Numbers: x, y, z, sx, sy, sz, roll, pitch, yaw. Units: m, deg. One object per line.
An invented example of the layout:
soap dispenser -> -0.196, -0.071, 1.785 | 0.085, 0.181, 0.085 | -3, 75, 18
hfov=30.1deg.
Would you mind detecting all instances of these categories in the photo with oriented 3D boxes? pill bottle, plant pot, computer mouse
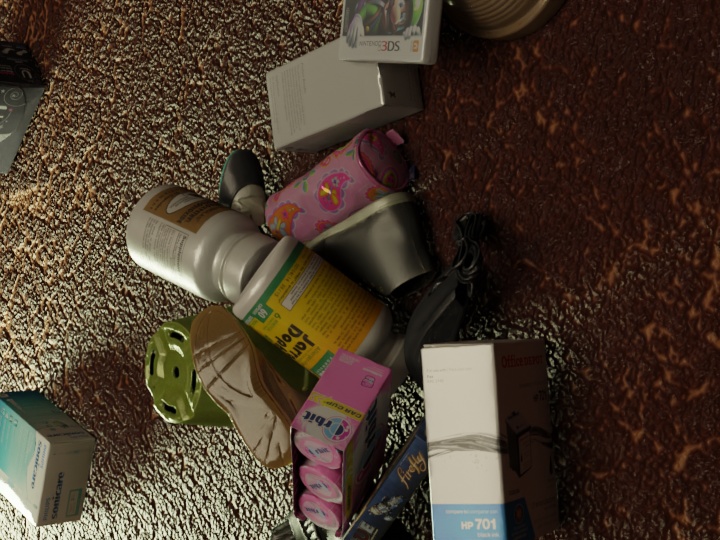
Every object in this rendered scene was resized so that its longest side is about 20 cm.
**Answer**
pill bottle -> -0.184, -0.025, 1.643 | 0.199, 0.114, 0.115 | 24, 109, 36
pill bottle -> -0.035, 0.061, 1.511 | 0.200, 0.113, 0.113 | 37, 127, -6
plant pot -> 0.128, -0.344, 1.389 | 0.200, 0.092, 0.202 | 1, 91, 48
computer mouse -> 0.084, 0.040, 1.437 | 0.139, 0.052, 0.201 | -79, 4, -65
plant pot -> -0.155, 0.119, 1.648 | 0.200, 0.189, 0.201 | 2, 92, 47

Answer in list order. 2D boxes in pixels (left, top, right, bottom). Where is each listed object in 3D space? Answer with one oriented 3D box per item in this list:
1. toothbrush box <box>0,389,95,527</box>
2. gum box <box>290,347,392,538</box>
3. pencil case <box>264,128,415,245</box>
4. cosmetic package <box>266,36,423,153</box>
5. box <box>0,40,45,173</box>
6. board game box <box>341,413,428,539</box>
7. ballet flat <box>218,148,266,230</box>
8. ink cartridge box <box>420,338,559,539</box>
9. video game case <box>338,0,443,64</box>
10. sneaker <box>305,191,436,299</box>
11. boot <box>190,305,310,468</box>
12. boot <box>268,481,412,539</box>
toothbrush box -> -0.518, 0.296, 2.136 | 0.200, 0.085, 0.147 | 26, 110, 45
gum box -> -0.022, 0.194, 1.465 | 0.066, 0.114, 0.200 | 22, 144, 15
pencil case -> -0.028, -0.094, 1.582 | 0.200, 0.087, 0.088 | -32, 68, 43
cosmetic package -> -0.022, -0.211, 1.577 | 0.199, 0.074, 0.102 | -14, 80, 45
box -> -0.624, -0.268, 2.201 | 0.200, 0.132, 0.115 | -56, 51, 33
board game box -> 0.051, 0.215, 1.457 | 0.035, 0.136, 0.200 | 34, 125, 4
ballet flat -> -0.148, -0.055, 1.726 | 0.073, 0.073, 0.201 | 33, 121, 43
ink cartridge box -> 0.131, 0.171, 1.351 | 0.085, 0.146, 0.201 | -4, 88, 29
video game case -> 0.035, -0.321, 1.418 | 0.182, 0.023, 0.201 | 17, 103, 59
sneaker -> 0.000, 0.000, 1.556 | 0.200, 0.075, 0.107 | -35, 66, 42
boot -> -0.110, 0.135, 1.535 | 0.073, 0.155, 0.200 | -37, 74, 10
boot -> -0.021, 0.339, 1.584 | 0.158, 0.079, 0.211 | -56, 42, 25
